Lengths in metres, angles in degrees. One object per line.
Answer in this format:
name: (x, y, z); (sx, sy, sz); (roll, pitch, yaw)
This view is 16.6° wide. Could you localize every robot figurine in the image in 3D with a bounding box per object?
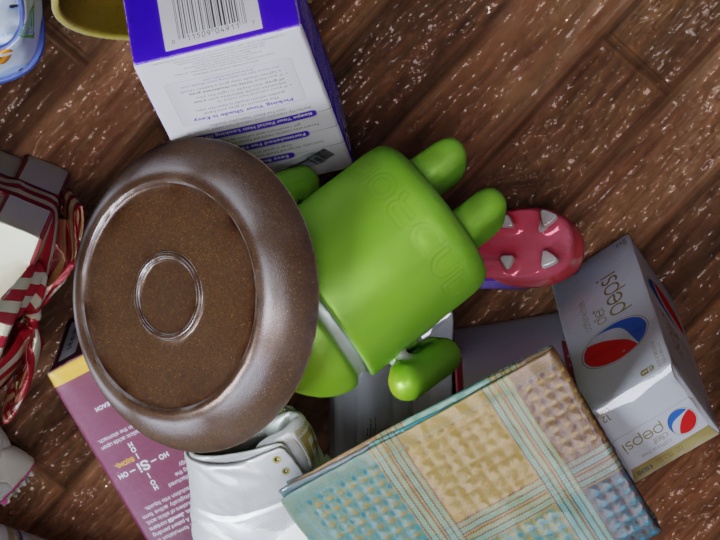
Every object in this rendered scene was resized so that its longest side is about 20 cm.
robot figurine: (0.000, 0.000, 1.596); (0.200, 0.116, 0.176); (-39, 84, -6)

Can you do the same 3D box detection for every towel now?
towel: (0.069, 0.151, 1.558); (0.199, 0.022, 0.147); (-29, 103, 11)

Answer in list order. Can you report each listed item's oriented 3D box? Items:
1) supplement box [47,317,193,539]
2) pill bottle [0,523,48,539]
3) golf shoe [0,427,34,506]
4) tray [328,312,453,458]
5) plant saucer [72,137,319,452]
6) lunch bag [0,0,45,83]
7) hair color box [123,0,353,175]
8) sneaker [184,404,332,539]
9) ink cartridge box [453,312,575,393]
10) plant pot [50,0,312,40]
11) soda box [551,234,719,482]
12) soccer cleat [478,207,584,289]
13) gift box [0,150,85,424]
supplement box: (-0.126, 0.117, 1.706); (0.085, 0.110, 0.201); (-27, 105, 9)
pill bottle: (-0.193, 0.259, 1.743); (0.199, 0.111, 0.111); (22, 106, -19)
golf shoe: (-0.292, 0.147, 1.674); (0.075, 0.200, 0.092); (-31, 98, 18)
tray: (0.015, 0.113, 1.720); (0.107, 0.022, 0.201); (12, 111, 35)
plant saucer: (-0.114, 0.016, 1.565); (0.199, 0.032, 0.201); (1, 92, 35)
lunch bag: (-0.309, -0.181, 1.606); (0.199, 0.076, 0.161); (-11, 80, 4)
hair color box: (-0.076, -0.123, 1.592); (0.109, 0.200, 0.065); (-12, 64, 4)
sneaker: (-0.018, 0.146, 1.602); (0.199, 0.074, 0.116); (-2, 121, 8)
ink cartridge box: (0.119, 0.149, 1.697); (0.082, 0.147, 0.201); (-9, 106, 4)
plant pot: (-0.110, -0.248, 1.567); (0.199, 0.200, 0.143); (-13, 78, 4)
soda box: (0.179, 0.056, 1.637); (0.068, 0.200, 0.064); (-32, 111, 12)
soccer cleat: (0.055, -0.012, 1.694); (0.199, 0.076, 0.067); (-1, 75, 15)
gift box: (-0.294, 0.013, 1.633); (0.186, 0.200, 0.185); (20, 111, -8)
